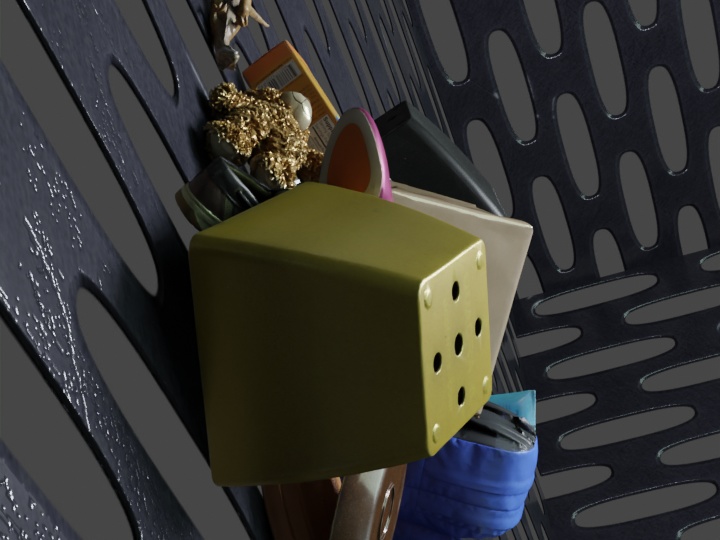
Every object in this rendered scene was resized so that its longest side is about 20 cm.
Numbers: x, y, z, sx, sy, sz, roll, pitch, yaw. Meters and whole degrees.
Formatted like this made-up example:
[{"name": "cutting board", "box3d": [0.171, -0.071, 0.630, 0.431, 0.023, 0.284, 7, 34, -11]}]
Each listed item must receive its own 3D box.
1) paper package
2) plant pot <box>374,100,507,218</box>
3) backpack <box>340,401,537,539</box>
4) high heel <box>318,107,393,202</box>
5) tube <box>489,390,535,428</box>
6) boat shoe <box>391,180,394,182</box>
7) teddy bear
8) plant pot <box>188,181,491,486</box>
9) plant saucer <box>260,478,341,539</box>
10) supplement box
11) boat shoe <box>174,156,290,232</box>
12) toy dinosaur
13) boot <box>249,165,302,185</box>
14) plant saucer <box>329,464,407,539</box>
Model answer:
[{"name": "paper package", "box3d": [0.049, 0.025, 1.377, 0.103, 0.189, 0.203, 26, -78, 57]}, {"name": "plant pot", "box3d": [0.052, -0.100, 1.826, 0.178, 0.199, 0.200, 54, 9, -14]}, {"name": "backpack", "box3d": [0.083, 0.211, 1.485, 0.163, 0.197, 0.170, -51, 149, -75]}, {"name": "high heel", "box3d": [0.016, -0.043, 1.260, 0.096, 0.067, 0.203, -12, 95, -60]}, {"name": "tube", "box3d": [0.098, 0.175, 1.583, 0.050, 0.197, 0.079, -46, 133, -75]}, {"name": "boat shoe", "box3d": [-0.001, -0.001, 1.438, 0.201, 0.066, 0.075, -59, 149, -13]}, {"name": "teddy bear", "box3d": [-0.085, -0.132, 1.364, 0.144, 0.067, 0.200, 34, 20, 15]}, {"name": "plant pot", "box3d": [-0.002, 0.051, 1.111, 0.200, 0.174, 0.203, -31, 120, -58]}, {"name": "plant saucer", "box3d": [-0.048, 0.205, 1.301, 0.200, 0.032, 0.203, -14, 90, -79]}, {"name": "supplement box", "box3d": [-0.050, -0.149, 1.509, 0.201, 0.068, 0.067, 60, 8, 29]}, {"name": "boat shoe", "box3d": [-0.070, -0.037, 1.226, 0.199, 0.065, 0.074, 25, 28, -46]}, {"name": "toy dinosaur", "box3d": [-0.136, -0.274, 1.479, 0.201, 0.060, 0.107, -76, 174, -59]}, {"name": "boot", "box3d": [-0.061, -0.054, 1.526, 0.200, 0.065, 0.165, 50, 5, -39]}, {"name": "plant saucer", "box3d": [0.009, 0.214, 1.265, 0.200, 0.034, 0.203, 13, 90, -79]}]
